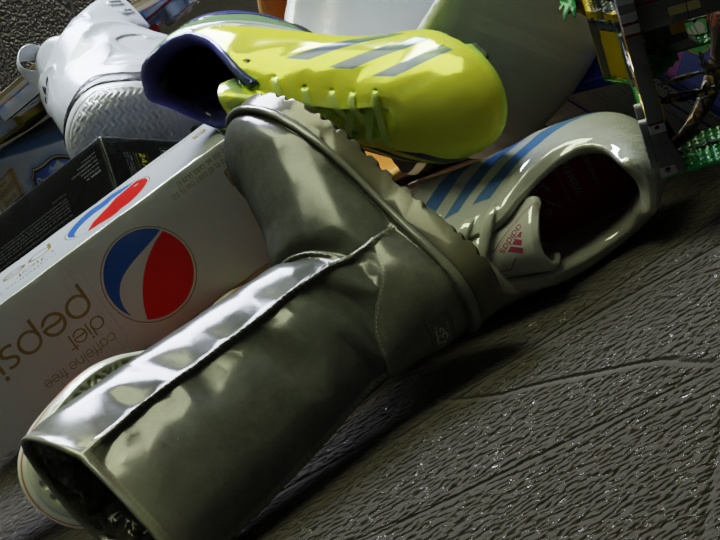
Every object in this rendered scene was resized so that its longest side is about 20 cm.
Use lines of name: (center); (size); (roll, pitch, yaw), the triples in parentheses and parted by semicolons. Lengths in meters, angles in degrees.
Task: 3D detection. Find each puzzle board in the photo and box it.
puzzle board: (-0.173, -0.120, 1.769); (0.151, 0.017, 0.200); (-35, 1, -40)

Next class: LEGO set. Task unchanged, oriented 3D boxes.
LEGO set: (0.179, -0.136, 1.276); (0.199, 0.116, 0.154); (-11, 32, 12)

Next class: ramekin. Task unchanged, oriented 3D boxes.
ramekin: (0.052, -0.153, 1.458); (0.200, 0.097, 0.201); (-46, 33, 42)

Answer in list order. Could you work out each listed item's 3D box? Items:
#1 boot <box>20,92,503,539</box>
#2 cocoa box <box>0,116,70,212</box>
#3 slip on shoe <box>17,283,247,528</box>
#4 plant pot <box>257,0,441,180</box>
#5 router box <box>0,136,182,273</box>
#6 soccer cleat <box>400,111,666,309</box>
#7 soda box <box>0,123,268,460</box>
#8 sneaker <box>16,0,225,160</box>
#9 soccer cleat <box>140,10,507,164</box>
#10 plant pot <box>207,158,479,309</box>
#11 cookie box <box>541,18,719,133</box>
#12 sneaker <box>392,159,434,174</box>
boot: (-0.062, 0.026, 1.254); (0.200, 0.073, 0.182); (-40, 49, -17)
cocoa box: (-0.120, -0.051, 1.782); (0.133, 0.132, 0.200); (-34, 12, -26)
slip on shoe: (-0.090, 0.066, 1.338); (0.061, 0.074, 0.200); (-37, 1, 39)
plant pot: (0.064, -0.171, 1.756); (0.183, 0.201, 0.200); (-17, 4, -28)
router box: (-0.138, -0.006, 1.589); (0.149, 0.051, 0.200); (0, -25, -46)
soccer cleat: (0.047, -0.011, 1.321); (0.199, 0.070, 0.086); (-29, 16, 8)
soda box: (-0.130, 0.014, 1.405); (0.200, 0.064, 0.068); (-37, 14, -4)
sneaker: (-0.092, -0.107, 1.631); (0.199, 0.075, 0.115); (-10, 35, -31)
soccer cleat: (-0.019, -0.080, 1.349); (0.200, 0.065, 0.084); (14, 26, 43)
plant pot: (0.000, 0.000, 1.512); (0.199, 0.028, 0.200); (-28, 11, 6)
cookie box: (0.143, -0.150, 1.480); (0.200, 0.075, 0.172); (-10, 58, 62)
sneaker: (0.100, -0.110, 1.609); (0.200, 0.083, 0.072); (-46, 1, -27)
